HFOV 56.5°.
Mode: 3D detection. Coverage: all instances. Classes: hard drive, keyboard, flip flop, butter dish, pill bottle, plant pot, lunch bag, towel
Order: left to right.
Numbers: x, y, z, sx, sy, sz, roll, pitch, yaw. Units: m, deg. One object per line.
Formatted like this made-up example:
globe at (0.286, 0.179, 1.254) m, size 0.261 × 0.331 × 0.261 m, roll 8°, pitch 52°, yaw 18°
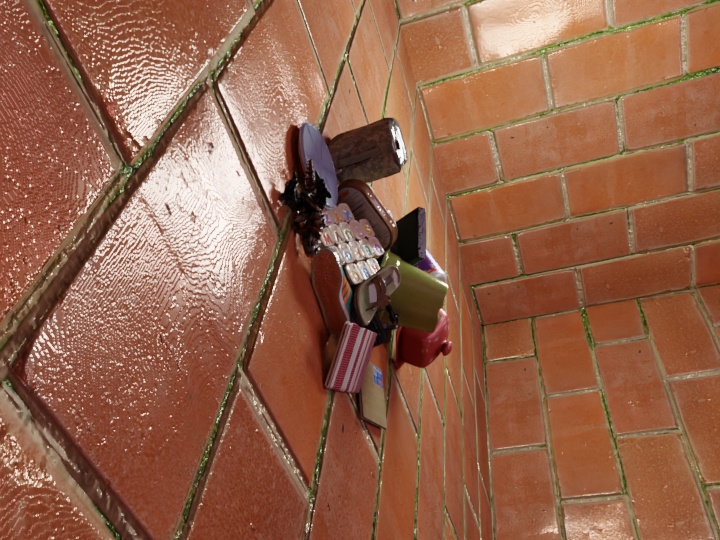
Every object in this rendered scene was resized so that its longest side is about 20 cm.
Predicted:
towel at (-0.021, 0.192, 1.464) m, size 0.200 × 0.022 × 0.148 m, roll 34°, pitch 72°, yaw -68°
lunch bag at (0.013, -0.294, 1.688) m, size 0.168 × 0.195 × 0.143 m, roll -54°, pitch 128°, yaw -74°
keyboard at (0.028, 0.112, 1.600) m, size 0.021 × 0.125 × 0.202 m, roll 59°, pitch -3°, yaw 44°
flip flop at (0.046, 0.050, 1.510) m, size 0.200 × 0.057 × 0.083 m, roll -41°, pitch 117°, yaw -47°
hard drive at (0.112, -0.071, 1.822) m, size 0.032 × 0.199 × 0.143 m, roll 12°, pitch 68°, yaw -26°
plant pot at (0.123, 0.069, 1.713) m, size 0.200 × 0.180 × 0.205 m, roll 19°, pitch 90°, yaw -86°
pill bottle at (0.152, -0.021, 1.913) m, size 0.202 × 0.111 × 0.113 m, roll 56°, pitch 4°, yaw 28°
butter dish at (0.200, 0.197, 1.944) m, size 0.200 × 0.146 × 0.203 m, roll -46°, pitch 150°, yaw -32°

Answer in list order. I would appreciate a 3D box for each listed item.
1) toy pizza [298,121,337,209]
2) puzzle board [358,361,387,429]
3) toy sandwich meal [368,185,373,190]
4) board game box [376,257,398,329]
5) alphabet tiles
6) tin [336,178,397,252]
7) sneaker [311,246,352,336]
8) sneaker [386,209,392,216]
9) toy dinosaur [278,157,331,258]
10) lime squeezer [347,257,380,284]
toy pizza at (-0.102, -0.236, 1.523) m, size 0.200 × 0.031 × 0.206 m, roll -15°, pitch 91°, yaw -74°
puzzle board at (0.025, 0.302, 1.656) m, size 0.200 × 0.017 × 0.155 m, roll 49°, pitch 33°, yaw -63°
toy sandwich meal at (0.013, -0.136, 1.823) m, size 0.205 × 0.068 × 0.211 m, roll -14°, pitch 91°, yaw -78°
board game box at (0.083, 0.069, 1.964) m, size 0.134 × 0.044 × 0.206 m, roll 14°, pitch 66°, yaw -73°
alphabet tiles at (-0.023, -0.066, 1.544) m, size 0.198 × 0.014 × 0.199 m, roll -14°, pitch 75°, yaw -52°
tin at (0.010, -0.131, 1.647) m, size 0.201 × 0.111 × 0.042 m, roll 52°, pitch 32°, yaw -9°
sneaker at (-0.058, 0.036, 1.445) m, size 0.080 × 0.069 × 0.205 m, roll -70°, pitch 154°, yaw -63°
sneaker at (0.071, -0.108, 2.032) m, size 0.200 × 0.077 × 0.092 m, roll 47°, pitch 53°, yaw -57°
toy dinosaur at (-0.110, -0.134, 1.376) m, size 0.136 × 0.100 × 0.204 m, roll 80°, pitch -13°, yaw -68°
lime squeezer at (0.000, 0.000, 1.595) m, size 0.038 × 0.071 × 0.199 m, roll 41°, pitch 40°, yaw 8°
